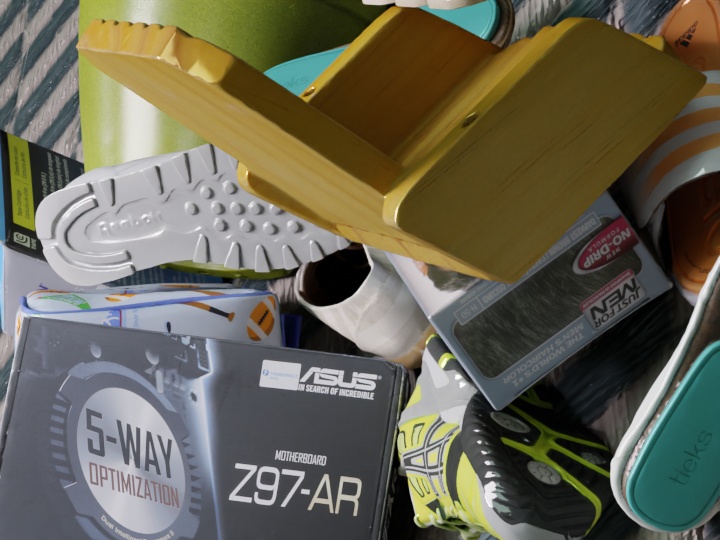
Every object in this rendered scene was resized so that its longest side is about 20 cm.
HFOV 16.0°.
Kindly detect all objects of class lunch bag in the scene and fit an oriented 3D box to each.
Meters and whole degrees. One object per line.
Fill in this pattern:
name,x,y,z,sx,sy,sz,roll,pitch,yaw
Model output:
lunch bag,-0.116,0.045,1.457,0.200,0.159,0.076,-162,69,-83

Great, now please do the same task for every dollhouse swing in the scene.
dollhouse swing,0.006,-0.099,1.155,0.182,0.176,0.200,-46,20,-11

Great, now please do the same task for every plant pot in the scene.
plant pot,-0.089,-0.100,1.560,0.200,0.200,0.194,-10,69,62

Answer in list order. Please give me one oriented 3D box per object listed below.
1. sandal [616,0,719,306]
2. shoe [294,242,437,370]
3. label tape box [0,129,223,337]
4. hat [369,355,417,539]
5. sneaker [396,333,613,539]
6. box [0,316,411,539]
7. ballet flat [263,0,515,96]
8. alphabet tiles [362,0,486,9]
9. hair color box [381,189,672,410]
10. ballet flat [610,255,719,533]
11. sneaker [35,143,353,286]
sandal,0.145,-0.066,1.176,0.079,0.059,0.207,-49,28,32
shoe,0.000,0.000,1.408,0.070,0.053,0.200,-60,19,4
label tape box,-0.187,-0.010,1.628,0.066,0.199,0.143,-59,24,25
hat,-0.048,0.122,1.359,0.201,0.081,0.201,-46,31,37
sneaker,0.063,0.096,1.184,0.200,0.075,0.077,-115,47,-73
box,-0.084,0.115,1.277,0.044,0.199,0.161,74,-155,-71
ballet flat,0.025,-0.100,1.428,0.199,0.072,0.068,-19,46,39
alphabet tiles,0.107,-0.154,1.239,0.200,0.195,0.015,16,124,66
hair color box,0.066,-0.016,1.225,0.099,0.061,0.200,-36,22,2
ballet flat,0.166,0.018,1.056,0.200,0.069,0.070,-57,25,18
sneaker,-0.080,-0.042,1.425,0.080,0.199,0.077,-39,-57,-65
